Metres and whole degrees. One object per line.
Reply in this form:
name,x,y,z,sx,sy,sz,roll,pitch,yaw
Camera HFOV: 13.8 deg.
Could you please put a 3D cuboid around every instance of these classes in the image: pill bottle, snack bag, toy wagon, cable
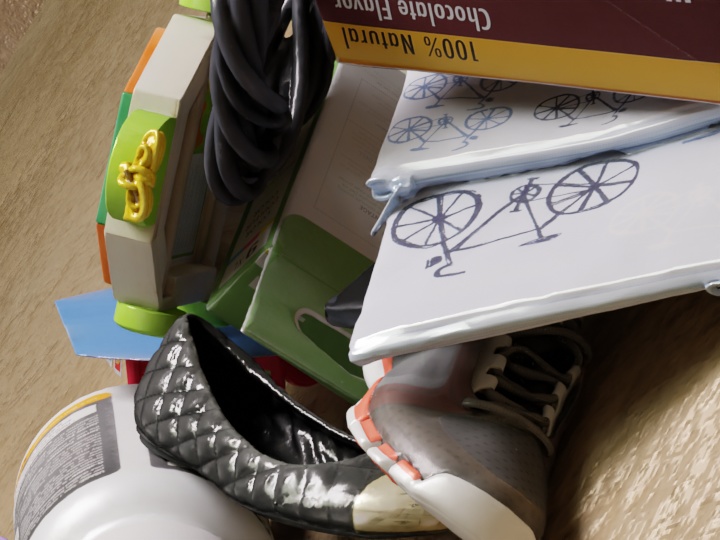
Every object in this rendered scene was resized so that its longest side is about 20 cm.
pill bottle,-0.093,0.129,1.297,0.116,0.116,0.200,-54,14,8
snack bag,0.087,-0.046,1.106,0.189,0.021,0.200,-12,36,25
toy wagon,-0.077,-0.050,1.306,0.200,0.040,0.155,-13,-64,-74
cable,-0.027,-0.104,1.218,0.200,0.051,0.163,97,-174,-56

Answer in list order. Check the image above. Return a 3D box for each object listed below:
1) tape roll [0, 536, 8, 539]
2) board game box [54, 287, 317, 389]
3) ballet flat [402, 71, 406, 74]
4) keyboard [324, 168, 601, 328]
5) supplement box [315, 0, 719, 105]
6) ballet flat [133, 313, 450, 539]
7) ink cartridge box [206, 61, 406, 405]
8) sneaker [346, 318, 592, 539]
tape roll,-0.215,0.241,1.564,0.200,0.066,0.200,-52,15,20
board game box,-0.061,0.039,1.419,0.200,0.158,0.039,-135,42,-75
ballet flat,0.025,-0.087,1.493,0.069,0.069,0.200,-37,24,53
keyboard,0.083,-0.029,1.166,0.200,0.040,0.104,-42,19,-27
supplement box,0.073,-0.184,1.087,0.197,0.200,0.133,9,45,35
ballet flat,-0.030,0.067,1.214,0.200,0.066,0.057,21,105,48
ink cartridge box,0.000,0.000,1.303,0.059,0.104,0.200,-44,18,40
sneaker,0.047,0.044,1.118,0.082,0.077,0.200,-46,17,10
